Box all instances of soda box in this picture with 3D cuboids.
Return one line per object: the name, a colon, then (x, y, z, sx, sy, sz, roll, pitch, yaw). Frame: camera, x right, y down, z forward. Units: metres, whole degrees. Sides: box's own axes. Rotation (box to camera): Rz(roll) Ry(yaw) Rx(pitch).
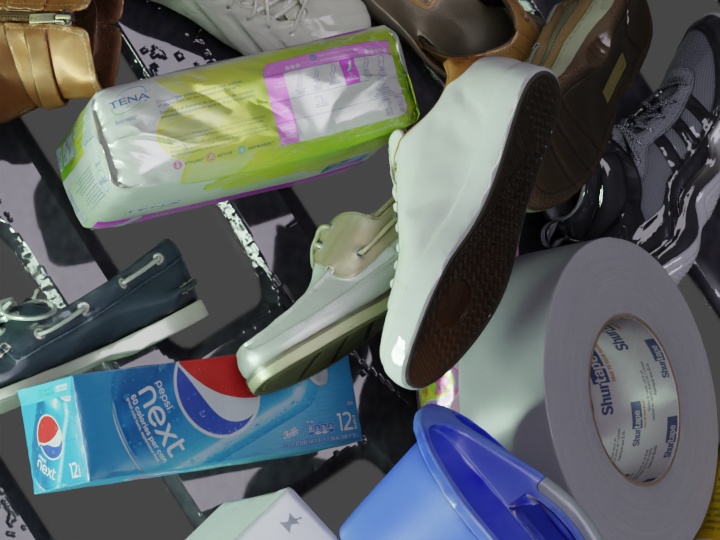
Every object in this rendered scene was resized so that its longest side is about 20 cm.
soda box: (-0.099, 0.087, 1.447, 0.199, 0.068, 0.065, -6, 83, -38)

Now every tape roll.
tape roll: (0.142, 0.084, 1.487, 0.200, 0.066, 0.201, 20, 64, -49)

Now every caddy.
caddy: (0.084, 0.165, 1.340, 0.105, 0.141, 0.200, -42, 84, 16)

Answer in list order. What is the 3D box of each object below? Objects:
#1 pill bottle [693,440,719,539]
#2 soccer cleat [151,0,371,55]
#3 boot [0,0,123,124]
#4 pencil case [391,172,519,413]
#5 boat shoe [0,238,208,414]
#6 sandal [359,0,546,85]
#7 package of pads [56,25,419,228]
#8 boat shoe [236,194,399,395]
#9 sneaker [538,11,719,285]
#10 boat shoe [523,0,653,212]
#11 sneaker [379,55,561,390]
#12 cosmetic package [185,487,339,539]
pill bottle: (0.273, 0.155, 1.544, 0.112, 0.112, 0.201, 23, 76, -10)
soccer cleat: (-0.084, -0.181, 1.522, 0.199, 0.078, 0.070, 20, 77, -11)
boot: (-0.216, -0.189, 1.455, 0.154, 0.074, 0.201, -3, 94, 25)
pencil case: (0.068, 0.016, 1.527, 0.087, 0.087, 0.201, -3, 82, -15)
boat shoe: (-0.188, 0.040, 1.463, 0.199, 0.075, 0.062, -24, 89, -17)
sandal: (0.076, -0.157, 1.570, 0.200, 0.054, 0.081, 36, 75, -12)
package of pads: (-0.075, -0.084, 1.469, 0.199, 0.154, 0.069, -15, 85, -16)
boat shoe: (0.000, 0.000, 1.447, 0.200, 0.075, 0.069, -34, 82, -22)
sneaker: (0.180, -0.089, 1.566, 0.113, 0.075, 0.201, 24, 79, -26)
boat shoe: (0.116, -0.105, 1.505, 0.200, 0.076, 0.072, -55, 134, -43)
sneaker: (0.046, -0.030, 1.406, 0.084, 0.073, 0.201, 17, 81, 34)
cosmetic package: (-0.035, 0.241, 1.406, 0.123, 0.200, 0.199, -44, 93, -16)
